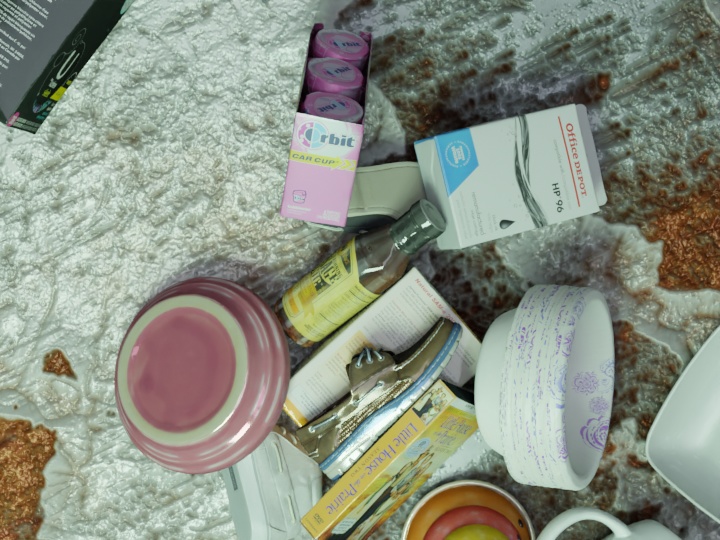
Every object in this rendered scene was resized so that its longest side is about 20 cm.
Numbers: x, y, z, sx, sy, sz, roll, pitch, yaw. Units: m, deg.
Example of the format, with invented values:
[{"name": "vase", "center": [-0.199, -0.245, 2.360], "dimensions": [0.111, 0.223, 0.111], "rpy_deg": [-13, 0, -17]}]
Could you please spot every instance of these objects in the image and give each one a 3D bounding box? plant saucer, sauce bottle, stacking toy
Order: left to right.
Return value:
[{"name": "plant saucer", "center": [-0.169, 0.103, 1.384], "dimensions": [0.199, 0.051, 0.202], "rpy_deg": [-5, 77, 22]}, {"name": "sauce bottle", "center": [0.000, 0.000, 1.390], "dimensions": [0.200, 0.066, 0.066], "rpy_deg": [-39, 94, 21]}, {"name": "stacking toy", "center": [0.116, 0.300, 1.373], "dimensions": [0.145, 0.200, 0.147], "rpy_deg": [0, 93, -1]}]

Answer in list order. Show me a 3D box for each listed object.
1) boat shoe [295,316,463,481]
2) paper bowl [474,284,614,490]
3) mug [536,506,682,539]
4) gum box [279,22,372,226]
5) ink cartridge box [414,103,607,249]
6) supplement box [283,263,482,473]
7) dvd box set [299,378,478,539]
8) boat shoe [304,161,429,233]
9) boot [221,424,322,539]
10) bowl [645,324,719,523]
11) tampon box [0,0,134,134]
[{"name": "boat shoe", "center": [0.017, 0.113, 1.350], "dimensions": [0.072, 0.072, 0.200], "rpy_deg": [43, 90, -1]}, {"name": "paper bowl", "center": [0.183, 0.114, 1.374], "dimensions": [0.104, 0.200, 0.202], "rpy_deg": [3, 93, 26]}, {"name": "mug", "center": [0.257, 0.333, 1.405], "dimensions": [0.175, 0.148, 0.200], "rpy_deg": [-46, 100, -9]}, {"name": "gum box", "center": [-0.031, -0.148, 1.341], "dimensions": [0.066, 0.201, 0.114], "rpy_deg": [9, 125, -3]}, {"name": "ink cartridge box", "center": [0.168, -0.101, 1.399], "dimensions": [0.199, 0.068, 0.117], "rpy_deg": [-15, 94, -17]}, {"name": "supplement box", "center": [0.022, 0.105, 1.423], "dimensions": [0.200, 0.074, 0.126], "rpy_deg": [-41, 94, 0]}, {"name": "dvd box set", "center": [0.040, 0.197, 1.386], "dimensions": [0.200, 0.146, 0.029], "rpy_deg": [-46, 68, 5]}, {"name": "boat shoe", "center": [0.021, -0.071, 1.424], "dimensions": [0.199, 0.063, 0.073], "rpy_deg": [3, 74, -20]}, {"name": "boot", "center": [-0.097, 0.184, 1.434], "dimensions": [0.095, 0.073, 0.201], "rpy_deg": [-9, 83, -28]}, {"name": "bowl", "center": [0.417, 0.166, 1.405], "dimensions": [0.199, 0.074, 0.201], "rpy_deg": [38, 100, 38]}, {"name": "tampon box", "center": [-0.325, -0.255, 1.353], "dimensions": [0.126, 0.150, 0.200], "rpy_deg": [37, 91, -3]}]
